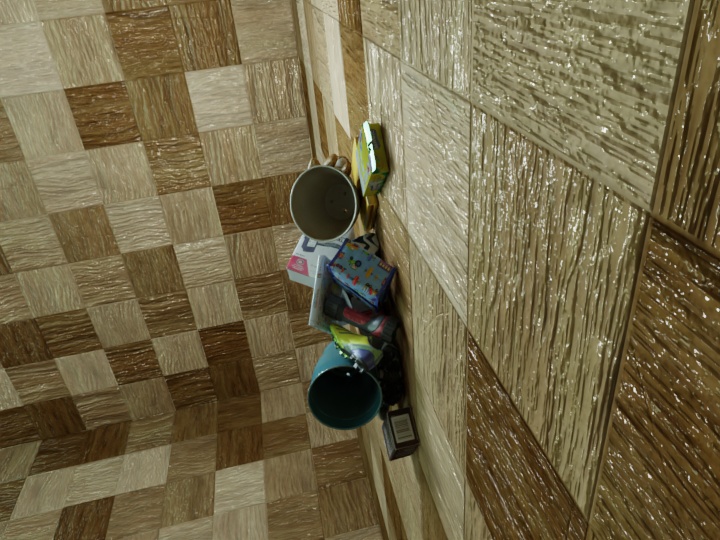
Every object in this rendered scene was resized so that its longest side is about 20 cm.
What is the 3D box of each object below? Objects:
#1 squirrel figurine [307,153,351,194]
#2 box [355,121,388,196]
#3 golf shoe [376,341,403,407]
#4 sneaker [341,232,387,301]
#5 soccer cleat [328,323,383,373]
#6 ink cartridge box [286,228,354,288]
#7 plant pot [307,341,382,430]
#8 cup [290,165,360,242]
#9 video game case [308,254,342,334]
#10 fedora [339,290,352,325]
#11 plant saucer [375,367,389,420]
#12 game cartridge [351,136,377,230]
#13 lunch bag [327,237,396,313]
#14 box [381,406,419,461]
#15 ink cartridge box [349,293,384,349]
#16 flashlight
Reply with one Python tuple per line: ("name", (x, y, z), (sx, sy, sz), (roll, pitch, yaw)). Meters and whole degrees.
("squirrel figurine", (-0.094, -0.267, 1.677), (0.188, 0.139, 0.203), (-69, 0, -61))
("box", (0.026, -0.259, 1.252), (0.200, 0.047, 0.121), (116, 144, -82))
("golf shoe", (0.081, 0.285, 1.494), (0.095, 0.076, 0.205), (-99, 11, -62))
("sneaker", (0.000, 0.000, 1.475), (0.080, 0.126, 0.204), (104, 154, -74))
("soccer cleat", (-0.013, 0.187, 1.367), (0.199, 0.083, 0.066), (36, 154, 50))
("ink cartridge box", (-0.116, -0.052, 1.618), (0.085, 0.142, 0.203), (86, -155, -63))
("plant pot", (-0.044, 0.294, 1.471), (0.189, 0.194, 0.205), (-95, -2, -66))
("cup", (-0.077, -0.188, 1.494), (0.143, 0.195, 0.206), (-24, -74, -67))
("video game case", (-0.088, 0.072, 1.465), (0.200, 0.022, 0.187), (43, -127, -71))
("fedora", (-0.069, 0.109, 1.688), (0.200, 0.089, 0.180), (62, -177, -70))
("plant saucer", (0.049, 0.344, 1.608), (0.200, 0.049, 0.206), (-4, -90, -75))
("game cartridge", (0.009, -0.238, 1.490), (0.177, 0.032, 0.205), (103, 159, -72))
("lunch bag", (-0.001, 0.029, 1.380), (0.149, 0.095, 0.201), (32, 160, 10))
("box", (0.108, 0.455, 1.483), (0.201, 0.073, 0.102), (98, 160, -63))
("ink cartridge box", (0.023, 0.114, 1.546), (0.146, 0.082, 0.203), (72, 180, -48))
("flashlight", (0.003, 0.118, 1.372), (0.069, 0.196, 0.068), (-61, -14, -18))
